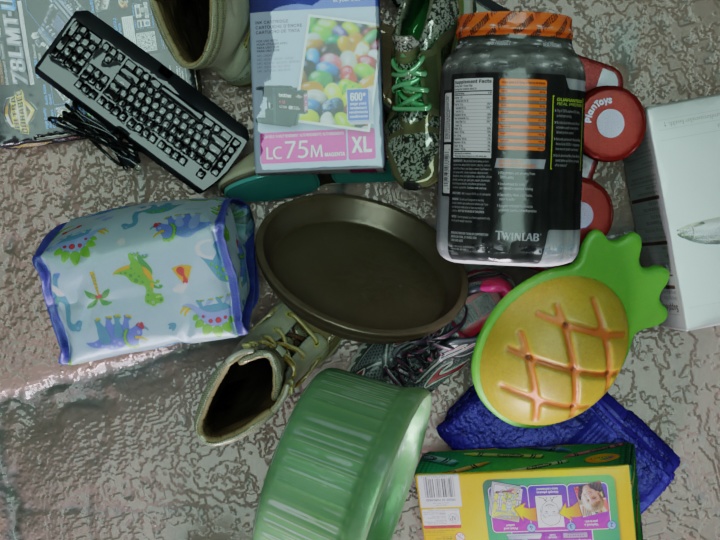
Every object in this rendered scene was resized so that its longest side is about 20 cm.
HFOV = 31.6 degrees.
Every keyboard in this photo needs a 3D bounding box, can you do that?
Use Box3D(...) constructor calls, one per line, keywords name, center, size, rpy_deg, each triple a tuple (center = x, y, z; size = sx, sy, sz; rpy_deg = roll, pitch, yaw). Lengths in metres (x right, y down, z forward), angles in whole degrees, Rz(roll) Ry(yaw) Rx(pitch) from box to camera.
Box3D(name="keyboard", center=(-0.207, -0.144, 1.163), size=(0.199, 0.040, 0.105), rpy_deg=(35, 90, -1))

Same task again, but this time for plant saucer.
Box3D(name="plant saucer", center=(0.000, 0.000, 1.149), size=(0.198, 0.201, 0.030), rpy_deg=(16, 126, 0))

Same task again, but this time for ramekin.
Box3D(name="ramekin", center=(-0.017, 0.183, 1.100), size=(0.097, 0.200, 0.202), rpy_deg=(19, 90, 11))

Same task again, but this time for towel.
Box3D(name="towel", center=(0.188, 0.167, 1.202), size=(0.200, 0.050, 0.148), rpy_deg=(43, 89, 0))

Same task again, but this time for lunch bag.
Box3D(name="lunch bag", center=(-0.181, -0.005, 1.130), size=(0.168, 0.200, 0.129), rpy_deg=(-9, 110, 1))

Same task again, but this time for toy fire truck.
Box3D(name="toy fire truck", center=(0.154, -0.110, 1.158), size=(0.166, 0.112, 0.202), rpy_deg=(18, 99, -4))

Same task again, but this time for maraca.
Box3D(name="maraca", center=(0.185, 0.053, 1.122), size=(0.200, 0.107, 0.137), rpy_deg=(-44, 115, 3))

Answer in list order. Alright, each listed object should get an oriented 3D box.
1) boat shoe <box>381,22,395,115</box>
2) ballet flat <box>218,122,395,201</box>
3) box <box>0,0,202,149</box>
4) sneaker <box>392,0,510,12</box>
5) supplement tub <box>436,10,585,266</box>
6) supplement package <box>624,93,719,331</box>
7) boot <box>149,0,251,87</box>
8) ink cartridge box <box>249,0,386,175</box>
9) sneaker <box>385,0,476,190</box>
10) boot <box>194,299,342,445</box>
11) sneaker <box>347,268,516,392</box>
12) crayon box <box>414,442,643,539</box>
Box3D(name="boat shoe", center=(0.010, -0.191, 1.195), size=(0.199, 0.065, 0.072), rpy_deg=(34, 70, 2))
Box3D(name="ballet flat", center=(-0.037, -0.109, 1.201), size=(0.197, 0.069, 0.070), rpy_deg=(-6, 90, -2))
Box3D(name="box", center=(-0.257, -0.228, 1.202), size=(0.196, 0.050, 0.203), rpy_deg=(-9, 91, 0))
Box3D(name="sneaker", center=(0.081, -0.224, 1.191), size=(0.198, 0.072, 0.083), rpy_deg=(28, 91, 0))
Box3D(name="supplement tub", center=(0.125, -0.108, 1.056), size=(0.121, 0.123, 0.203), rpy_deg=(2, 94, 0))
Box3D(name="supplement package", center=(0.319, -0.055, 1.169), size=(0.115, 0.117, 0.203), rpy_deg=(-11, 90, -2))
Box3D(name="boot", center=(-0.139, -0.273, 1.146), size=(0.071, 0.155, 0.203), rpy_deg=(-7, 91, 16))
Box3D(name="ink cartridge box", center=(-0.039, -0.188, 1.141), size=(0.118, 0.042, 0.203), rpy_deg=(-2, 88, 4))
Box3D(name="sneaker", center=(0.045, -0.171, 1.104), size=(0.076, 0.088, 0.203), rpy_deg=(-1, 77, 31))
Box3D(name="boot", center=(-0.070, 0.072, 1.141), size=(0.072, 0.155, 0.200), rpy_deg=(42, 88, 0))
Box3D(name="sneaker", center=(0.062, 0.068, 1.190), size=(0.200, 0.075, 0.081), rpy_deg=(-42, 90, 1))
Box3D(name="crayon box", center=(0.155, 0.227, 1.163), size=(0.197, 0.058, 0.120), rpy_deg=(-5, 103, 15))
